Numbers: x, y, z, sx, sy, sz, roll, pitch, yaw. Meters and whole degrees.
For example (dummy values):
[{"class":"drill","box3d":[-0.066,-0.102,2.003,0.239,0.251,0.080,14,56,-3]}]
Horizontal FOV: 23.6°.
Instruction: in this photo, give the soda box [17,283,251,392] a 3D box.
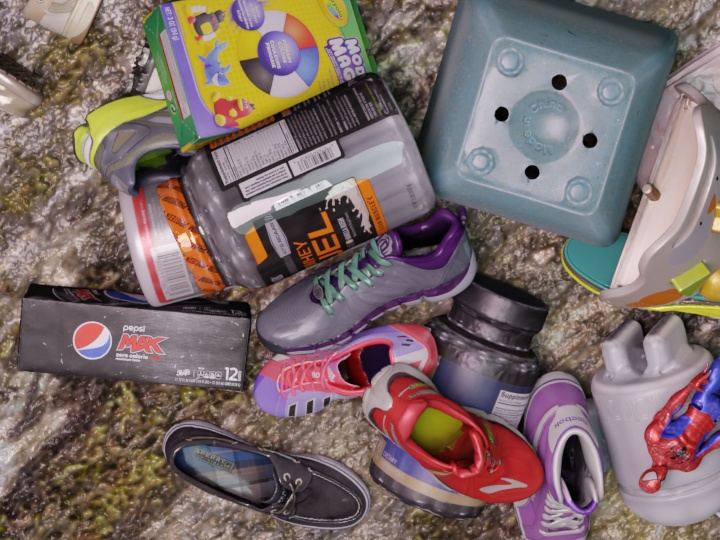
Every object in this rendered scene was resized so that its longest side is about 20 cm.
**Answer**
[{"class":"soda box","box3d":[-0.198,0.058,1.515,0.199,0.063,0.071,6,101,-6]}]

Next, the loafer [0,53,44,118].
[{"class":"loafer","box3d":[-0.365,-0.165,1.454,0.199,0.076,0.069,21,101,1]}]

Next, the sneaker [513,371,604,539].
[{"class":"sneaker","box3d":[0.179,0.204,1.532,0.072,0.114,0.201,-10,122,-4]}]

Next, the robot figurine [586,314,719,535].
[{"class":"robot figurine","box3d":[0.274,0.143,1.544,0.169,0.113,0.201,-9,105,35]}]

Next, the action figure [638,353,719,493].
[{"class":"action figure","box3d":[0.301,0.108,1.461,0.065,0.052,0.200,36,95,-16]}]

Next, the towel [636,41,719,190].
[{"class":"towel","box3d":[0.345,-0.102,1.540,0.191,0.032,0.200,-34,101,3]}]

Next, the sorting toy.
[{"class":"sorting toy","box3d":[0.269,-0.057,1.414,0.106,0.180,0.201,20,91,18]}]

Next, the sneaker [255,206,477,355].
[{"class":"sneaker","box3d":[0.000,0.000,1.444,0.199,0.075,0.088,-23,145,-9]}]

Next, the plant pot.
[{"class":"plant pot","box3d":[0.150,-0.125,1.419,0.195,0.200,0.197,17,101,3]}]

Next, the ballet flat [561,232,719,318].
[{"class":"ballet flat","box3d":[0.277,0.013,1.535,0.199,0.067,0.067,11,70,18]}]

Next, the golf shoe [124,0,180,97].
[{"class":"golf shoe","box3d":[-0.132,-0.207,1.461,0.088,0.077,0.201,27,100,-18]}]

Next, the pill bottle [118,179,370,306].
[{"class":"pill bottle","box3d":[-0.098,-0.046,1.475,0.199,0.114,0.114,-14,103,-2]}]

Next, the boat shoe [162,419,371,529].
[{"class":"boat shoe","box3d":[-0.083,0.189,1.550,0.199,0.066,0.070,25,99,-9]}]

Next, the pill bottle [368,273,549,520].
[{"class":"pill bottle","box3d":[0.091,0.109,1.524,0.111,0.112,0.201,19,100,-8]}]

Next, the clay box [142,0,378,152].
[{"class":"clay box","box3d":[-0.068,-0.175,1.420,0.199,0.048,0.115,-15,85,-28]}]

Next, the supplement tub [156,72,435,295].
[{"class":"supplement tub","box3d":[-0.052,-0.064,1.358,0.199,0.123,0.123,-25,103,0]}]

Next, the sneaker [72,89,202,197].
[{"class":"sneaker","box3d":[-0.136,-0.118,1.440,0.199,0.074,0.081,-28,58,-17]}]

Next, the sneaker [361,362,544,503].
[{"class":"sneaker","box3d":[0.084,0.151,1.421,0.200,0.085,0.077,31,95,-34]}]

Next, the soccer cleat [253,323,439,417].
[{"class":"soccer cleat","box3d":[-0.024,0.088,1.492,0.199,0.076,0.067,-15,88,34]}]

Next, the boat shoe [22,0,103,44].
[{"class":"boat shoe","box3d":[-0.220,-0.291,1.438,0.065,0.072,0.201,25,104,-10]}]
